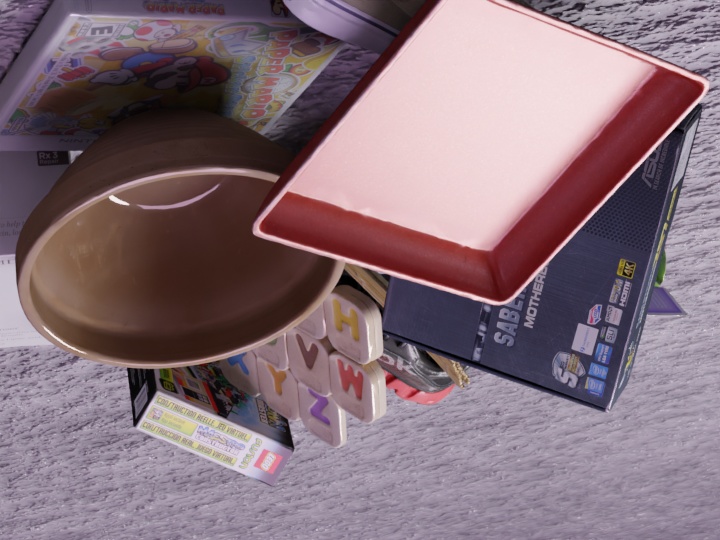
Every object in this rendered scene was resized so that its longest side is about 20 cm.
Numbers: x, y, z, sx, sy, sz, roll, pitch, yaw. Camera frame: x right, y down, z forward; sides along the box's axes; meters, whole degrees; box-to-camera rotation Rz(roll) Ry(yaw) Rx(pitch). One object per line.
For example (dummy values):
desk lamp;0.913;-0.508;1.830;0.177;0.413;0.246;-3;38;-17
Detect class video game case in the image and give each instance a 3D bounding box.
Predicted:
video game case;-0.117;-0.116;1.466;0.181;0.023;0.200;-1;160;-24

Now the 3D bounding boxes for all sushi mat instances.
sushi mat;0.000;0.000;1.642;0.012;0.200;0.096;-44;165;-7

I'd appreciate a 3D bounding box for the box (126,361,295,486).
box;-0.112;0.068;1.742;0.110;0.200;0.035;25;111;-21

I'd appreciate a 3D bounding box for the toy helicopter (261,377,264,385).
toy helicopter;-0.077;-0.007;1.669;0.079;0.132;0.200;-28;154;-20

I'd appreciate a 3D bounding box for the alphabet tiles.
alphabet tiles;-0.060;0.022;1.609;0.015;0.200;0.196;-33;137;-33

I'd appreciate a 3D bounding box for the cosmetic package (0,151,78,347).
cosmetic package;-0.242;-0.013;1.627;0.112;0.081;0.200;-6;163;-6

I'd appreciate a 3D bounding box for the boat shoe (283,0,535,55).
boat shoe;0.042;-0.149;1.367;0.200;0.072;0.062;10;149;-44

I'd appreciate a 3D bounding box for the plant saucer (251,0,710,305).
plant saucer;0.064;-0.075;1.392;0.199;0.037;0.200;16;128;-37

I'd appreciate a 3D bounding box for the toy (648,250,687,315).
toy;0.118;-0.016;1.672;0.199;0.115;0.047;5;119;-24

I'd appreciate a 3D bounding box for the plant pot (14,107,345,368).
plant pot;-0.114;-0.033;1.496;0.200;0.093;0.201;-10;145;-7

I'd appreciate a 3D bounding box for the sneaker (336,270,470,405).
sneaker;0.006;0.030;1.822;0.200;0.071;0.098;30;151;-21

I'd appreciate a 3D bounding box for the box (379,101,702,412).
box;0.107;-0.030;1.501;0.157;0.201;0.051;20;-152;14
